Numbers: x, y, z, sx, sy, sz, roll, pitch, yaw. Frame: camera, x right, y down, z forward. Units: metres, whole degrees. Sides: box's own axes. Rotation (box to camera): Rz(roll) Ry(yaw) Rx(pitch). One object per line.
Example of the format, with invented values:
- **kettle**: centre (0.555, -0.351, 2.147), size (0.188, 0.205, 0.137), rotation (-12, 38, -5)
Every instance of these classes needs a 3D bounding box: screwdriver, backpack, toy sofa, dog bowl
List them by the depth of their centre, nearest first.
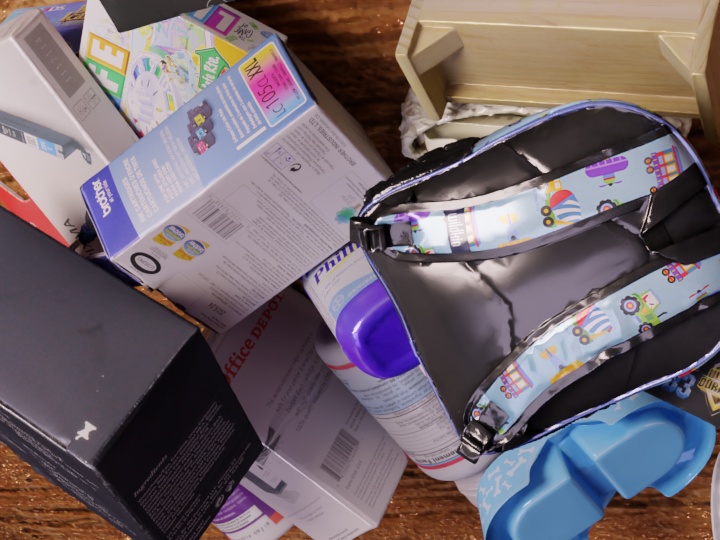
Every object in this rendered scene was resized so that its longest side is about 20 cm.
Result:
- **backpack**: centre (0.121, -0.009, 0.771), size (0.199, 0.134, 0.183), rotation (-26, 93, 26)
- **toy sofa**: centre (0.130, -0.145, 0.805), size (0.199, 0.098, 0.083), rotation (7, 159, 24)
- **screwdriver**: centre (-0.209, -0.014, 0.969), size (0.200, 0.028, 0.029), rotation (-41, 76, 44)
- **dog bowl**: centre (0.175, 0.153, 1.013), size (0.200, 0.050, 0.112), rotation (-37, 129, 7)

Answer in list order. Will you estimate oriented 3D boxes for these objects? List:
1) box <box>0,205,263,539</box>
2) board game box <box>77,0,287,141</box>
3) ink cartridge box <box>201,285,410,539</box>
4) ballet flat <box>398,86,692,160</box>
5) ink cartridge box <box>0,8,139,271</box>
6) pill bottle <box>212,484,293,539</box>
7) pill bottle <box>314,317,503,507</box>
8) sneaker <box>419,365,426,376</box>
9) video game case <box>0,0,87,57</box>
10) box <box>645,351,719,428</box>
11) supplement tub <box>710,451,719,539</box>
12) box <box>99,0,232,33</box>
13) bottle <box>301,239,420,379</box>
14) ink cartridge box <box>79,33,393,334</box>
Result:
- **box**: centre (-0.193, 0.085, 0.930), size (0.196, 0.118, 0.200), rotation (29, 159, 24)
- **board game box**: centre (-0.139, -0.116, 0.944), size (0.134, 0.034, 0.201), rotation (28, 138, 4)
- **ink cartridge box**: centre (-0.055, 0.115, 1.109), size (0.200, 0.146, 0.085), rotation (40, 139, -11)
- **ballet flat**: centre (0.116, -0.085, 0.873), size (0.199, 0.072, 0.072), rotation (7, 134, 23)
- **ink cartridge box**: centre (-0.240, -0.077, 0.980), size (0.175, 0.045, 0.200), rotation (-15, 122, 37)
- **pill bottle**: centre (-0.139, 0.157, 1.226), size (0.111, 0.112, 0.200), rotation (-24, 117, 43)
- **pill bottle**: centre (0.063, 0.094, 1.049), size (0.108, 0.109, 0.200), rotation (-21, 119, 42)
- **sneaker**: centre (0.120, 0.020, 0.909), size (0.081, 0.088, 0.200), rotation (37, 102, -11)
- **video game case**: centre (-0.165, -0.121, 1.015), size (0.199, 0.046, 0.182), rotation (0, 130, 30)
- **box**: centre (0.267, 0.083, 0.837), size (0.197, 0.050, 0.200), rotation (17, -176, -20)
- **supplement tub**: centre (0.364, 0.175, 0.944), size (0.199, 0.123, 0.123), rotation (-5, 128, 33)
- **box**: centre (-0.065, -0.243, 0.755), size (0.199, 0.149, 0.125), rotation (-8, 126, 35)
- **bottle**: centre (0.000, 0.000, 0.941), size (0.083, 0.200, 0.065), rotation (-34, 121, -1)
- **ink cartridge box**: centre (-0.089, -0.043, 0.883), size (0.200, 0.077, 0.136), rotation (-37, 144, 8)
